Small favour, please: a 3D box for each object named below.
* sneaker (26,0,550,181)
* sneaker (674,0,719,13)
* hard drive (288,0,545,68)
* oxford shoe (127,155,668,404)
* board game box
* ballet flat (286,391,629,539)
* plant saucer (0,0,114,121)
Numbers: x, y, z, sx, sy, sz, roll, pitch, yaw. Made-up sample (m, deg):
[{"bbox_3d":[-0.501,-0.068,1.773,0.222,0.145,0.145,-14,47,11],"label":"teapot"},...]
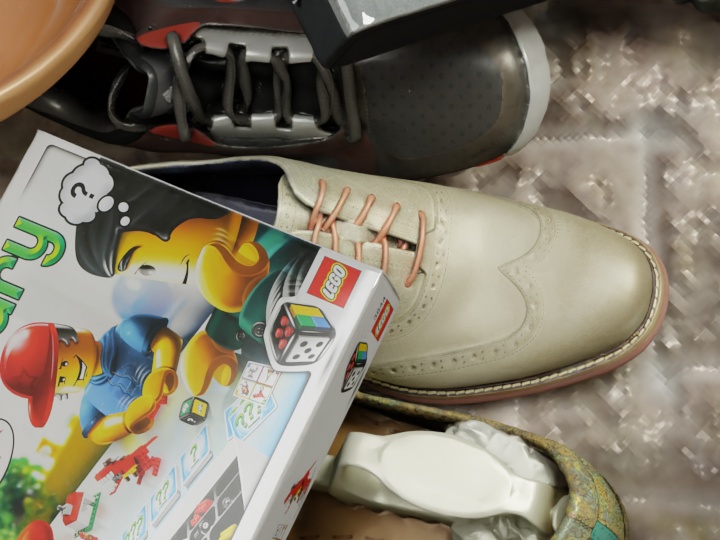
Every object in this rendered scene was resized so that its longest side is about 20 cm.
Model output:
[{"bbox_3d":[-0.037,-0.060,0.813,0.199,0.082,0.077,5,108,23],"label":"sneaker"},{"bbox_3d":[0.116,-0.119,0.812,0.199,0.080,0.087,-20,79,13],"label":"sneaker"},{"bbox_3d":[0.004,-0.171,0.747,0.139,0.033,0.201,-21,79,-31],"label":"hard drive"},{"bbox_3d":[0.000,0.000,0.800,0.199,0.074,0.071,2,73,14],"label":"oxford shoe"},{"bbox_3d":[-0.087,0.069,0.741,0.126,0.035,0.201,22,76,18],"label":"board game box"},{"bbox_3d":[-0.011,0.064,0.786,0.199,0.071,0.071,12,75,17],"label":"ballet flat"},{"bbox_3d":[-0.175,-0.106,0.793,0.199,0.038,0.201,3,52,-4],"label":"plant saucer"}]
